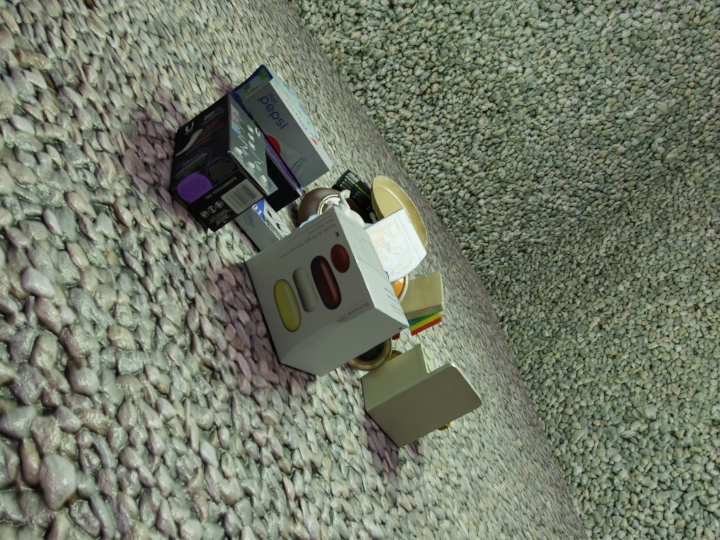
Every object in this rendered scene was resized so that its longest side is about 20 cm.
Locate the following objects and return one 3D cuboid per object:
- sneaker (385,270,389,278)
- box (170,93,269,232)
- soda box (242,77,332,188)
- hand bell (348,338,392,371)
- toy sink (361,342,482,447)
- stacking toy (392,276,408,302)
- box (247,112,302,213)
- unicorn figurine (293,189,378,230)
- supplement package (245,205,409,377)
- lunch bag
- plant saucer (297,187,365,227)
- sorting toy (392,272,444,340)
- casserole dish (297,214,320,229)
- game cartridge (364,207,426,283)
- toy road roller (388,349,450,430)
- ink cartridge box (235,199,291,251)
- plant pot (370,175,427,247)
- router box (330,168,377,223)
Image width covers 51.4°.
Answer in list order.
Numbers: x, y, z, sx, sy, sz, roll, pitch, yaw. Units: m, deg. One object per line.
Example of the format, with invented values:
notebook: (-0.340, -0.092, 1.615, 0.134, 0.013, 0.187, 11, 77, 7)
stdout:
sneaker: (-0.015, 0.066, 1.467, 0.076, 0.199, 0.091, -1, -62, 54)
box: (-0.233, -0.182, 1.245, 0.106, 0.122, 0.201, 48, 18, -37)
soda box: (-0.137, -0.261, 1.424, 0.201, 0.068, 0.064, 55, 14, -17)
hand bell: (0.022, 0.157, 1.581, 0.105, 0.104, 0.200, 62, 3, 8)
toy sink: (0.121, 0.235, 1.492, 0.131, 0.199, 0.112, 50, 17, -30)
stacking toy: (0.000, 0.000, 1.632, 0.200, 0.146, 0.147, 41, 23, -44)
box: (-0.196, -0.217, 1.485, 0.148, 0.104, 0.201, 51, 17, -29)
unicorn figurine: (-0.030, -0.110, 1.635, 0.199, 0.074, 0.138, 25, 33, -9)
supplement package: (-0.058, 0.040, 1.273, 0.147, 0.190, 0.201, 33, 29, -59)
lunch bag: (-0.184, -0.344, 1.737, 0.201, 0.127, 0.170, 55, 11, 20)
plant saucer: (-0.051, -0.100, 1.695, 0.199, 0.037, 0.202, 17, 62, -35)
sorting toy: (0.102, 0.094, 1.744, 0.200, 0.197, 0.070, -77, 151, -70)
casserole dish: (-0.074, -0.011, 1.506, 0.120, 0.039, 0.202, -9, 81, -41)
game cartridge: (0.059, -0.043, 1.613, 0.199, 0.041, 0.134, -31, 91, -42)
toy road roller: (0.142, 0.254, 1.637, 0.123, 0.145, 0.201, 31, 32, -63)
ink cartridge box: (-0.189, -0.095, 1.386, 0.200, 0.044, 0.094, 52, 14, -28)
plant pot: (0.086, -0.131, 1.759, 0.200, 0.027, 0.201, 41, 30, -30)
router box: (0.004, -0.145, 1.872, 0.200, 0.062, 0.150, 42, -23, -4)
